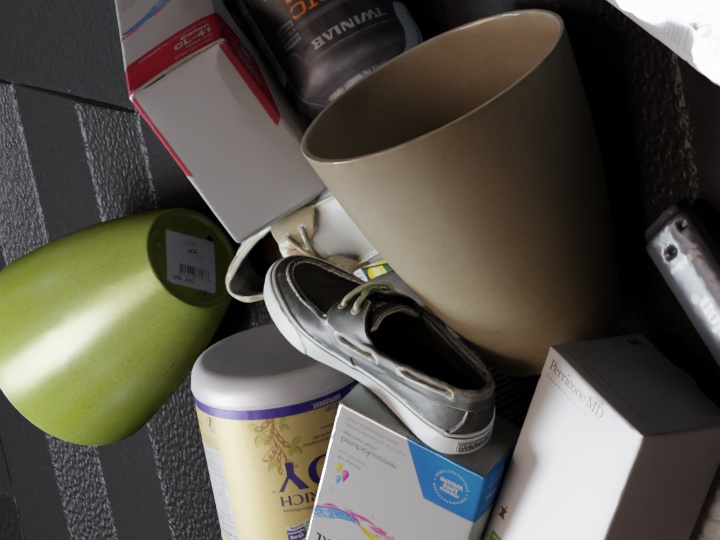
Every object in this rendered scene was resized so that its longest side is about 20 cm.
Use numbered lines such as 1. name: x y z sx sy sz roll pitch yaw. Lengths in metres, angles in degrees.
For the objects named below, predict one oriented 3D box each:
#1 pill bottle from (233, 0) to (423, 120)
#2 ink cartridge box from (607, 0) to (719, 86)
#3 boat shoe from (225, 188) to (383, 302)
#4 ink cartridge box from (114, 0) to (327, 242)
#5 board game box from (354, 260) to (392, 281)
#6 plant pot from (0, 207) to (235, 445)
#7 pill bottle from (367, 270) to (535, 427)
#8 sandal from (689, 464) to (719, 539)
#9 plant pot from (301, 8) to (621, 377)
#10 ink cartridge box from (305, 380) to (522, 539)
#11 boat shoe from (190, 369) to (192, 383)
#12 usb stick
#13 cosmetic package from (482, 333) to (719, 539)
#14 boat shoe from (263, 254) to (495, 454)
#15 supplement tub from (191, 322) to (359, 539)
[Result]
1. pill bottle: -0.024 -0.180 1.780 0.200 0.106 0.106 60 149 14
2. ink cartridge box: 0.199 -0.208 1.462 0.200 0.047 0.160 41 141 31
3. boat shoe: -0.025 -0.020 1.799 0.075 0.068 0.200 51 143 -7
4. ink cartridge box: -0.103 -0.136 1.815 0.148 0.085 0.200 53 -168 -30
5. board game box: 0.000 0.000 1.870 0.105 0.023 0.200 -13 114 49
6. plant pot: -0.196 0.029 2.158 0.200 0.187 0.188 -33 79 45
7. pill bottle: 0.070 0.095 1.779 0.111 0.111 0.201 -3 106 59
8. sandal: 0.226 0.191 1.666 0.082 0.050 0.203 32 121 36
9. plant pot: 0.090 -0.038 1.637 0.187 0.187 0.200 6 129 58
10. ink cartridge box: 0.030 0.175 1.715 0.116 0.067 0.200 26 127 17
11. boat shoe: -0.094 0.154 2.158 0.202 0.060 0.072 53 147 25
12. usb stick: 0.242 0.048 1.559 0.200 0.033 0.055 60 150 16
13. cosmetic package: 0.155 0.154 1.636 0.108 0.085 0.200 45 130 43
14. boat shoe: 0.015 0.039 1.659 0.200 0.071 0.064 36 143 27
15. supplement tub: -0.049 0.154 1.998 0.145 0.145 0.201 17 123 54
